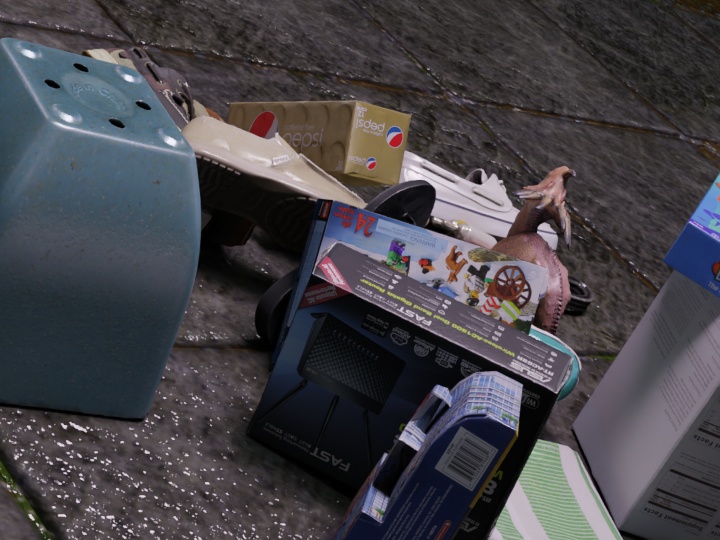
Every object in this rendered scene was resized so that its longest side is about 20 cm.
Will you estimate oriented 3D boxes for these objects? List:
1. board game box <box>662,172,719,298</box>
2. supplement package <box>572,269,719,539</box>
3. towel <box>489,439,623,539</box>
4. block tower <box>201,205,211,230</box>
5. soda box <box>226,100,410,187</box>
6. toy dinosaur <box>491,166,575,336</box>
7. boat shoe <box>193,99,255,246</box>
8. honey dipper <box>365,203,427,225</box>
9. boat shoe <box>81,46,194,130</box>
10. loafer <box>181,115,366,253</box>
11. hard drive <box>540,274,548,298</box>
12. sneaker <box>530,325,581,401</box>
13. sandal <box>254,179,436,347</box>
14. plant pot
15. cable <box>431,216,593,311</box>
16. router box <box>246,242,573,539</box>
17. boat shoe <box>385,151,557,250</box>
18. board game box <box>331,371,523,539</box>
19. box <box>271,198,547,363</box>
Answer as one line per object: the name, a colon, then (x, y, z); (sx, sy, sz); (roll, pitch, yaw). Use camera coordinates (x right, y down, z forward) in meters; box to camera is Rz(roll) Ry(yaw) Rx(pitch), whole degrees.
board game box: (0.345, -0.008, 1.593); (0.152, 0.045, 0.200); (33, 22, 7)
supplement package: (0.308, 0.121, 1.601); (0.150, 0.200, 0.152); (21, 25, -22)
towel: (0.113, 0.170, 1.497); (0.200, 0.023, 0.153); (18, 27, -27)
block tower: (-0.205, -0.094, 1.591); (0.058, 0.054, 0.200); (15, 29, -53)
soda box: (-0.044, -0.115, 1.707); (0.064, 0.068, 0.200); (11, -3, -37)
toy dinosaur: (0.160, 0.001, 1.724); (0.086, 0.135, 0.200); (14, 47, -45)
boat shoe: (-0.120, -0.088, 1.678); (0.074, 0.076, 0.200); (20, 26, -31)
honey dipper: (-0.002, -0.056, 1.725); (0.200, 0.038, 0.038); (8, 32, -48)
boat shoe: (-0.179, -0.149, 1.666); (0.066, 0.072, 0.201); (-27, 43, -21)
loafer: (-0.069, -0.074, 1.569); (0.200, 0.076, 0.068); (26, 48, -28)
hard drive: (0.050, -0.011, 1.682); (0.200, 0.025, 0.132); (18, 10, 42)
sneaker: (0.092, 0.064, 1.600); (0.200, 0.078, 0.080); (20, -5, -1)
sandal: (0.000, 0.001, 1.550); (0.048, 0.075, 0.200); (33, 61, 32)
plant pot: (-0.222, -0.043, 1.308); (0.196, 0.200, 0.196); (10, 30, -38)
cable: (0.162, 0.001, 1.855); (0.200, 0.050, 0.097); (16, 22, -26)
router box: (0.034, 0.091, 1.373); (0.200, 0.150, 0.062); (26, 29, 7)
boat shoe: (0.117, -0.070, 1.907); (0.200, 0.066, 0.072); (17, -5, -20)
board game box: (0.033, 0.155, 1.273); (0.062, 0.200, 0.200); (31, 9, 0)
box: (0.041, 0.035, 1.516); (0.200, 0.137, 0.038); (16, -3, -23)
